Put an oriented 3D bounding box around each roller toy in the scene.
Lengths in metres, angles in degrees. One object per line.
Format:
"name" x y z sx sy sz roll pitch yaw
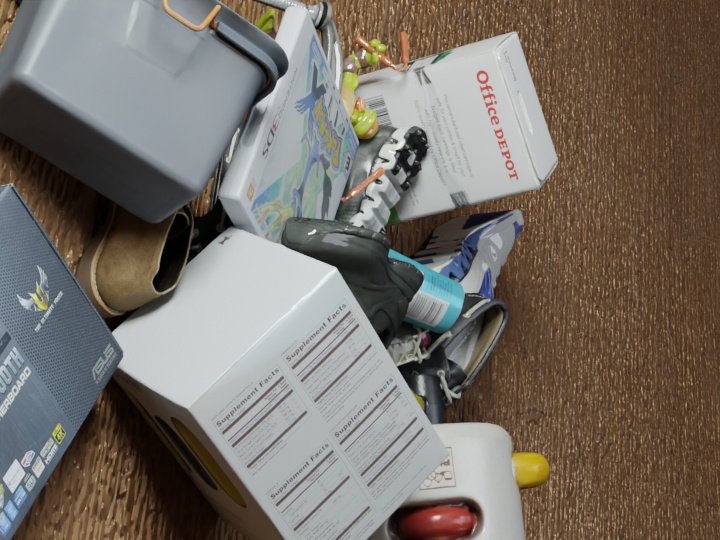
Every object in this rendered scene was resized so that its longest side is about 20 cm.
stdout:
"roller toy" 0.051 0.202 1.373 0.182 0.200 0.140 10 70 -54

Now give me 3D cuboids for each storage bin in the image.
"storage bin" -0.167 -0.136 1.118 0.200 0.145 0.135 32 58 -22

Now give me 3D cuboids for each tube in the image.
"tube" 0.000 0.000 1.413 0.200 0.050 0.078 24 82 -23

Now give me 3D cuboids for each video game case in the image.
"video game case" -0.054 -0.086 1.289 0.200 0.022 0.183 67 37 -59

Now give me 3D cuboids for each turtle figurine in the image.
"turtle figurine" -0.036 -0.173 1.452 0.161 0.064 0.200 33 62 -23

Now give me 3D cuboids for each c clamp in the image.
"c clamp" -0.094 -0.223 1.368 0.200 0.027 0.171 21 69 -28

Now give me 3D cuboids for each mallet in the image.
"mallet" 0.041 0.104 1.405 0.200 0.041 0.066 57 27 -65

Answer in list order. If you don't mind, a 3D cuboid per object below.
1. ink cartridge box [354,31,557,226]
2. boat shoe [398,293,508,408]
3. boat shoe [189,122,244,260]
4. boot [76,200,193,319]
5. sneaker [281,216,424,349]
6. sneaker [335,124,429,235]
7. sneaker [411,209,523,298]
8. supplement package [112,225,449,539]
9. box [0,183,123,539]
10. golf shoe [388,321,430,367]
"ink cartridge box" 0.079 -0.138 1.543 0.084 0.200 0.146 -46 120 -59
"boat shoe" 0.082 0.100 1.548 0.200 0.060 0.074 -51 127 -34
"boat shoe" -0.114 -0.033 1.293 0.060 0.074 0.200 21 72 -10
"boot" -0.155 -0.051 1.211 0.074 0.075 0.200 49 38 -40
"sneaker" -0.008 0.016 1.300 0.200 0.076 0.091 35 68 -56
"sneaker" -0.016 -0.060 1.484 0.200 0.090 0.066 -61 151 -16
"sneaker" 0.116 0.014 1.699 0.199 0.080 0.115 -39 118 -52
"supplement package" -0.066 0.100 1.180 0.151 0.152 0.200 -43 124 -18
"box" -0.248 0.063 1.017 0.158 0.051 0.200 61 33 -27
"golf shoe" 0.018 0.063 1.459 0.200 0.088 0.077 -54 152 -52
